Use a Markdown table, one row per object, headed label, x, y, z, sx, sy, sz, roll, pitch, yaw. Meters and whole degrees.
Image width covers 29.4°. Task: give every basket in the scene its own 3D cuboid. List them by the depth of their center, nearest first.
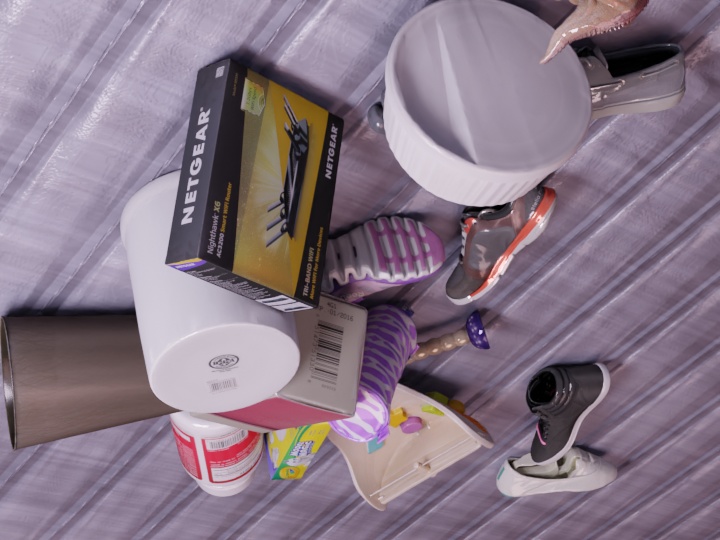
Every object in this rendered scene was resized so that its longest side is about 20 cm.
| label | x | y | z | sx | sy | sz | roll | pitch | yaw |
| --- | --- | --- | --- | --- | --- | --- | --- | --- | --- |
| basket | -0.302 | 0.116 | 1.564 | 0.197 | 0.137 | 0.181 | -7 | 145 | -18 |

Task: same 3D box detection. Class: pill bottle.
| label | x | y | z | sx | sy | sz | roll | pitch | yaw |
| --- | --- | --- | --- | --- | --- | --- | --- | --- | --- |
| pill bottle | -0.180 | 0.201 | 1.732 | 0.111 | 0.113 | 0.201 | -10 | 144 | -7 |

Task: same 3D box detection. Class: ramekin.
| label | x | y | z | sx | sy | sz | roll | pitch | yaw |
| --- | --- | --- | --- | --- | --- | --- | --- | --- | --- |
| ramekin | 0.112 | -0.154 | 1.311 | 0.200 | 0.205 | 0.094 | -3 | 154 | -17 |

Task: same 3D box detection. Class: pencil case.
| label | x | y | z | sx | sy | sz | roll | pitch | yaw |
| --- | --- | --- | --- | --- | --- | --- | --- | --- | --- |
| pencil case | 0.015 | 0.120 | 1.632 | 0.085 | 0.200 | 0.084 | 44 | 121 | -10 |

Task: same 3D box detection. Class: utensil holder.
| label | x | y | z | sx | sy | sz | roll | pitch | yaw |
| --- | --- | --- | --- | --- | --- | --- | --- | --- | --- |
| utensil holder | -0.155 | 0.021 | 1.428 | 0.168 | 0.202 | 0.171 | -10 | 143 | -7 |

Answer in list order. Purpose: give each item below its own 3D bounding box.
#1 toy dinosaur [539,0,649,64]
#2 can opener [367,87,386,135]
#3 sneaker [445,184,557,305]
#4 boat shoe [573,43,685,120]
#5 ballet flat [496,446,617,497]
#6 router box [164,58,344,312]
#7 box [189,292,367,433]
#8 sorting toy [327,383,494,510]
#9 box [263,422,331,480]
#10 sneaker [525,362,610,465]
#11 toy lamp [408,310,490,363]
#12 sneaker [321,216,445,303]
| label | x | y | z | sx | sy | sz | roll | pitch | yaw |
| --- | --- | --- | --- | --- | --- | --- | --- | --- | --- |
| toy dinosaur | 0.240 | -0.266 | 1.243 | 0.134 | 0.201 | 0.086 | 28 | 168 | 4 |
| can opener | 0.101 | -0.134 | 1.432 | 0.198 | 0.067 | 0.053 | 13 | 135 | -33 |
| sneaker | 0.144 | -0.043 | 1.587 | 0.081 | 0.077 | 0.200 | 30 | 128 | -11 |
| boat shoe | 0.239 | -0.199 | 1.410 | 0.198 | 0.070 | 0.072 | -9 | 127 | -9 |
| ballet flat | 0.304 | 0.303 | 2.098 | 0.197 | 0.070 | 0.070 | -5 | 143 | -12 |
| router box | -0.098 | -0.078 | 1.321 | 0.052 | 0.203 | 0.156 | -10 | 156 | 44 |
| box | -0.095 | 0.104 | 1.556 | 0.108 | 0.130 | 0.199 | 18 | 160 | -31 |
| sorting toy | 0.045 | 0.209 | 1.849 | 0.199 | 0.108 | 0.180 | -34 | 133 | 24 |
| box | -0.078 | 0.168 | 1.702 | 0.048 | 0.119 | 0.201 | 0 | 148 | -21 |
| sneaker | 0.263 | 0.200 | 1.939 | 0.098 | 0.071 | 0.201 | 7 | 133 | -25 |
| toy lamp | 0.064 | 0.108 | 1.748 | 0.198 | 0.059 | 0.058 | -19 | 144 | 6 |
| sneaker | 0.000 | 0.000 | 1.570 | 0.197 | 0.081 | 0.089 | -11 | 149 | 3 |
